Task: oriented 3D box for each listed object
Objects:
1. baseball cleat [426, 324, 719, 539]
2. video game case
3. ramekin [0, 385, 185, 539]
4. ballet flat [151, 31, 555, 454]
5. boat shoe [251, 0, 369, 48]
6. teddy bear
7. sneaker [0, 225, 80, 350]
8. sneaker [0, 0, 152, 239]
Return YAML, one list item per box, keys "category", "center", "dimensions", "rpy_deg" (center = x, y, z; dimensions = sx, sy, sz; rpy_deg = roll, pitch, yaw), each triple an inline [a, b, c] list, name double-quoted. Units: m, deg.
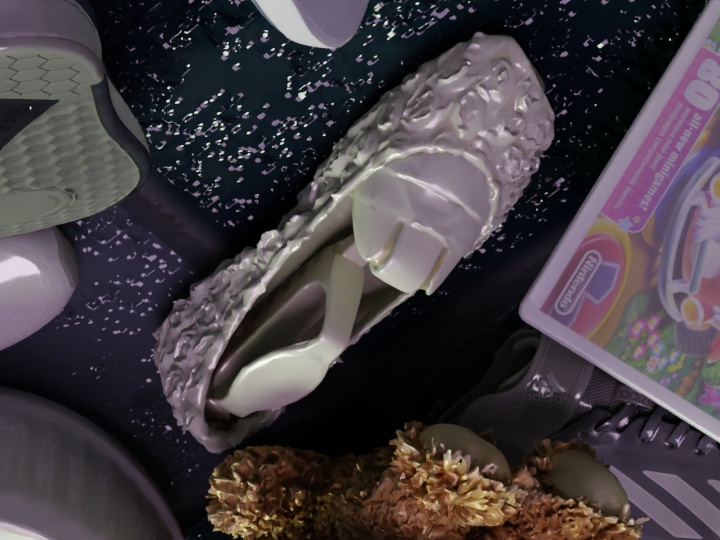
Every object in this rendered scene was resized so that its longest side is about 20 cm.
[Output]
- category: "baseball cleat"
  center: [0.115, 0.063, 0.881]
  dimensions: [0.200, 0.070, 0.106]
  rpy_deg: [-13, 128, 32]
- category: "video game case"
  center: [0.176, 0.007, 0.807]
  dimensions: [0.200, 0.018, 0.143]
  rpy_deg: [32, 90, 6]
- category: "ramekin"
  center: [-0.157, 0.151, 0.893]
  dimensions: [0.200, 0.105, 0.200]
  rpy_deg: [-2, 102, -8]
- category: "ballet flat"
  center: [0.000, 0.000, 0.857]
  dimensions: [0.072, 0.072, 0.200]
  rpy_deg: [33, 119, -25]
- category: "boat shoe"
  center: [-0.052, -0.153, 0.744]
  dimensions: [0.065, 0.074, 0.200]
  rpy_deg: [8, 141, 31]
- category: "teddy bear"
  center: [0.017, 0.101, 0.874]
  dimensions: [0.200, 0.067, 0.145]
  rpy_deg: [-12, 158, 41]
- category: "sneaker"
  center: [-0.198, 0.032, 0.864]
  dimensions: [0.200, 0.080, 0.070]
  rpy_deg: [-16, 125, 7]
- category: "sneaker"
  center: [-0.122, -0.098, 0.766]
  dimensions: [0.077, 0.146, 0.202]
  rpy_deg: [-15, 164, -10]
